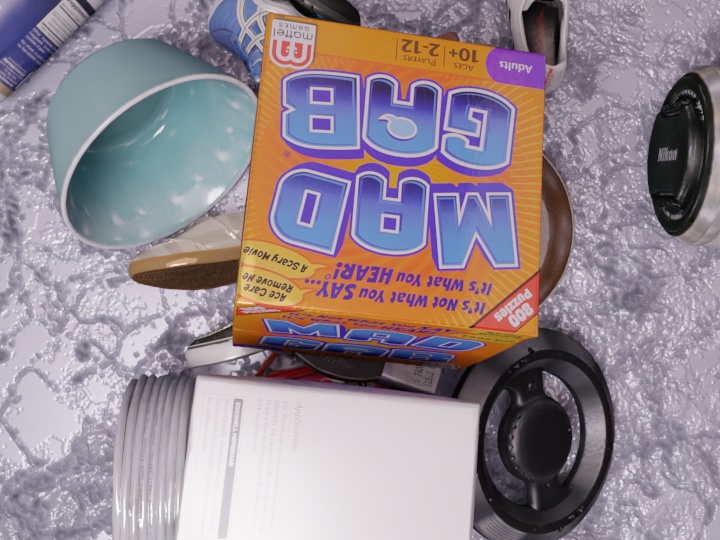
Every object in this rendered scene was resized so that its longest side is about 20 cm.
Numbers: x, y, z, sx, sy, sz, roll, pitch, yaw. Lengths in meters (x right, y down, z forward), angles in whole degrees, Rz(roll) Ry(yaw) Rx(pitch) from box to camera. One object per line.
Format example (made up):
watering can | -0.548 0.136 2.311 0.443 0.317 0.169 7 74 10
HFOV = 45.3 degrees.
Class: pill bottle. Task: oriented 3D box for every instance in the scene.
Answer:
pill bottle | -0.312 -0.264 0.807 0.111 0.111 0.200 44 87 2

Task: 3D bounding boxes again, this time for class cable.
cable | -0.167 0.190 0.741 0.068 0.200 0.202 0 83 -5

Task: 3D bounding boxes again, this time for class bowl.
bowl | -0.199 -0.126 0.777 0.200 0.201 0.105 -40 69 -3

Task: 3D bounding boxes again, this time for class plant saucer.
plant saucer | 0.107 -0.040 0.841 0.198 0.032 0.203 0 86 -1

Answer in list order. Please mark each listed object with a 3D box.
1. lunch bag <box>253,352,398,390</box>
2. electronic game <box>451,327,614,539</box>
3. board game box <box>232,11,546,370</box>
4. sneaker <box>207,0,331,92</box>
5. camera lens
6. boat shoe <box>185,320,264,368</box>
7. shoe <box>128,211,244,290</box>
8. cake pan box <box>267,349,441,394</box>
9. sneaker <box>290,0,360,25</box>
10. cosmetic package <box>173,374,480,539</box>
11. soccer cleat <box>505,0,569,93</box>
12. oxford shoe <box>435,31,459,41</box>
lunch bag | -0.039 0.153 0.808 0.198 0.082 0.178 -14 84 -4
electronic game | 0.159 0.154 0.793 0.198 0.041 0.202 0 90 -30
board game box | 0.012 -0.044 0.658 0.198 0.200 0.202 6 76 -8
sneaker | -0.080 -0.200 0.788 0.199 0.076 0.077 29 68 36
camera lens | 0.375 -0.100 0.783 0.198 0.160 0.162 3 87 -1
boat shoe | -0.076 0.036 0.819 0.198 0.071 0.064 -20 88 -10
shoe | -0.121 -0.023 0.823 0.198 0.070 0.054 -9 68 -9
cake pan box | 0.000 0.000 0.775 0.182 0.052 0.202 18 76 -2
sneaker | -0.069 -0.304 0.832 0.200 0.073 0.082 41 86 1
cosmetic package | -0.024 0.150 0.667 0.198 0.199 0.124 7 81 -2
soccer cleat | 0.168 -0.271 0.826 0.068 0.085 0.202 -5 87 -1
oxford shoe | 0.023 -0.152 0.827 0.199 0.071 0.074 -30 90 -2
